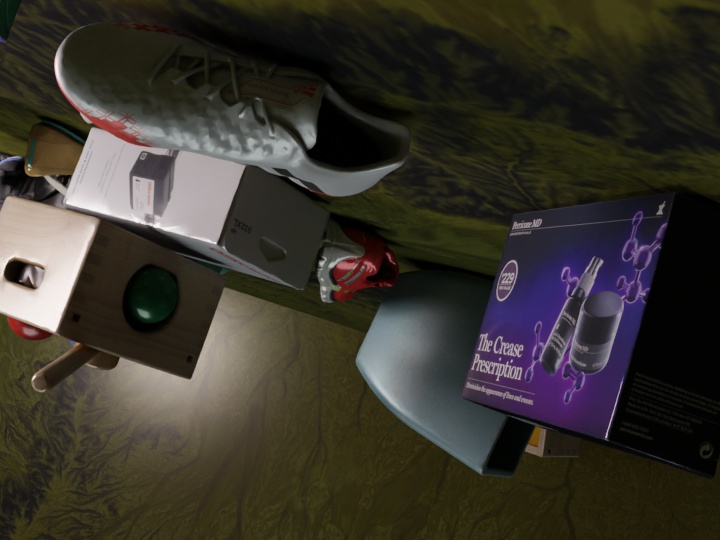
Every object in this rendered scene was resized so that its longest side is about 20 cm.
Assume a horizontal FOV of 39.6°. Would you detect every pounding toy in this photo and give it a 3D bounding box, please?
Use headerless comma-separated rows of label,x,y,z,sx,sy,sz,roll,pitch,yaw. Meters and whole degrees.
pounding toy,-0.239,0.035,0.891,0.199,0.144,0.184,13,170,40
pounding toy,0.337,0.249,1.893,0.141,0.187,0.199,7,-179,-34

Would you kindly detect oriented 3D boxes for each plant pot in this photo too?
plant pot,0.112,0.102,1.152,0.198,0.198,0.196,24,177,21

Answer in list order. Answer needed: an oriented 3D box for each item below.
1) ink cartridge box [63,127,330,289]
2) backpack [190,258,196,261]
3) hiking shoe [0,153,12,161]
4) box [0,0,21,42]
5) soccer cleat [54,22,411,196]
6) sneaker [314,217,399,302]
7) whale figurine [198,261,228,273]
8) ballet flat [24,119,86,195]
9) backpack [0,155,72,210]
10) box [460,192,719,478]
ink cartridge box,-0.151,-0.058,0.938,0.198,0.085,0.145,15,171,32
backpack,-0.329,-0.026,1.433,0.198,0.164,0.168,18,-157,-4
hiking shoe,-0.525,-0.138,1.437,0.198,0.076,0.101,28,-179,-7
box,-0.268,-0.172,0.462,0.198,0.049,0.117,19,173,3
soccer cleat,-0.063,-0.089,0.542,0.198,0.069,0.085,18,166,-32
sneaker,0.000,0.000,1.079,0.084,0.078,0.200,12,174,5
whale figurine,-0.291,-0.015,1.620,0.158,0.105,0.200,19,174,-14
ballet flat,-0.279,-0.097,1.068,0.068,0.064,0.199,14,173,35
backpack,-0.375,-0.056,1.228,0.189,0.202,0.153,18,-172,31
box,0.151,0.035,0.631,0.078,0.143,0.200,22,173,-16
